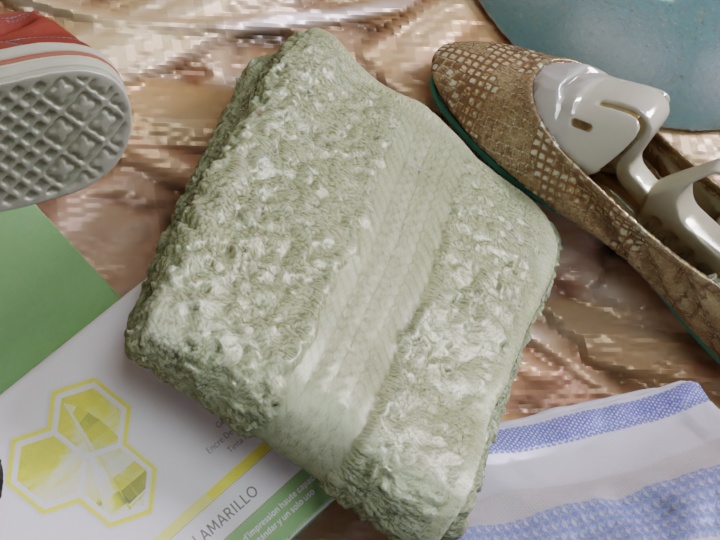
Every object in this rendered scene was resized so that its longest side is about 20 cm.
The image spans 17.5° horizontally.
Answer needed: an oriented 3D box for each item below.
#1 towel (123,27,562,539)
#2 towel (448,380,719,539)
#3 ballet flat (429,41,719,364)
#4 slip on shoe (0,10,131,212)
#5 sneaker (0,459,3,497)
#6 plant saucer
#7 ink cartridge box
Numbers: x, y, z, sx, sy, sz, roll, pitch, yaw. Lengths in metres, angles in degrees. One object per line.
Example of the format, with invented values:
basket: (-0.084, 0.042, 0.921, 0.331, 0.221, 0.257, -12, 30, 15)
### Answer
towel: (0.000, 0.000, 0.850, 0.148, 0.036, 0.200, 35, 40, -9)
towel: (0.106, 0.100, 0.811, 0.147, 0.024, 0.200, -11, 29, -21)
ballet flat: (0.117, -0.036, 0.932, 0.200, 0.065, 0.071, 39, 45, -2)
slip on shoe: (-0.174, -0.045, 0.735, 0.200, 0.074, 0.061, -12, 38, -23)
sneaker: (-0.199, 0.082, 0.682, 0.200, 0.078, 0.085, -16, 66, -25)
plant saucer: (0.132, -0.158, 1.017, 0.200, 0.039, 0.201, 9, 63, -18)
ink cartridge box: (-0.121, 0.046, 0.803, 0.200, 0.048, 0.145, 49, 58, 2)
